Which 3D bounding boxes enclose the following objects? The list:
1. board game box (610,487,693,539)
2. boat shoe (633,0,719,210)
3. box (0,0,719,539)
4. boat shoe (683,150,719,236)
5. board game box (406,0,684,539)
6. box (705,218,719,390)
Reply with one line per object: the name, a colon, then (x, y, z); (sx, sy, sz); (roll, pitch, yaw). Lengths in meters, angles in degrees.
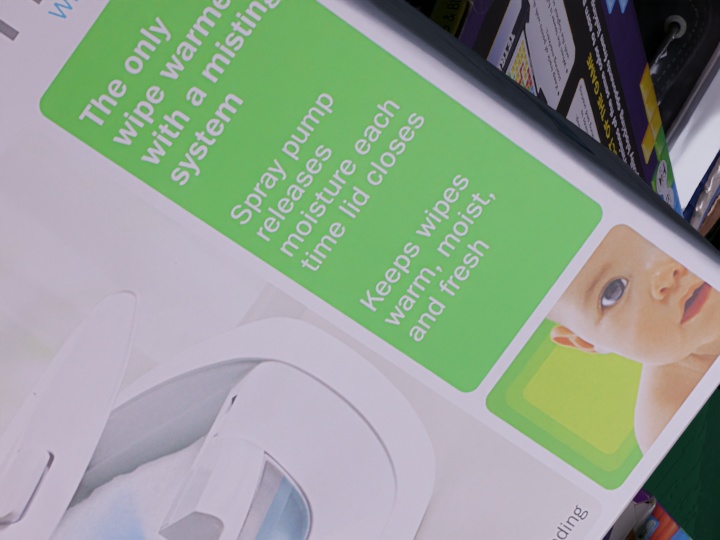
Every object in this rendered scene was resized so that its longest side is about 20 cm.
board game box: (0.054, 0.111, 1.068); (0.103, 0.105, 0.200); (-54, 161, -3)
boat shoe: (0.083, -0.060, 0.909); (0.201, 0.056, 0.069); (-62, -162, -3)
box: (-0.058, 0.025, 0.555); (0.176, 0.097, 0.200); (34, 97, -26)
boat shoe: (0.109, -0.061, 0.985); (0.200, 0.072, 0.072); (-53, 175, -5)
board game box: (0.025, -0.004, 0.741); (0.201, 0.056, 0.166); (70, 35, -47)
box: (0.182, -0.068, 1.037); (0.159, 0.046, 0.200); (-61, -179, -41)
